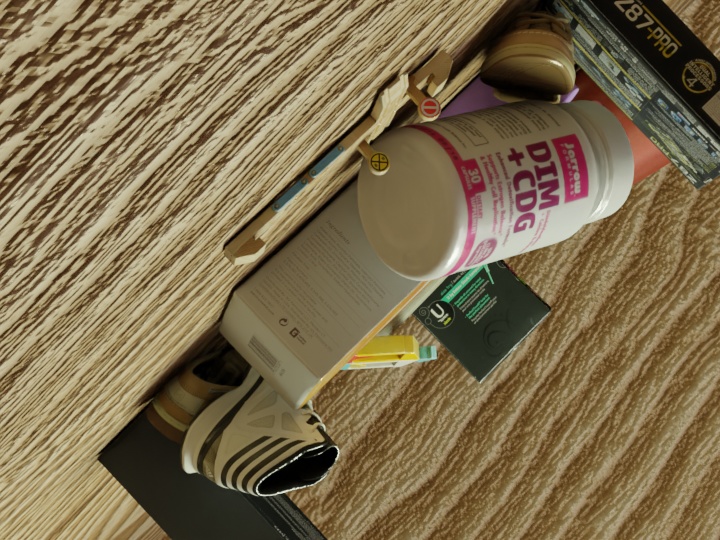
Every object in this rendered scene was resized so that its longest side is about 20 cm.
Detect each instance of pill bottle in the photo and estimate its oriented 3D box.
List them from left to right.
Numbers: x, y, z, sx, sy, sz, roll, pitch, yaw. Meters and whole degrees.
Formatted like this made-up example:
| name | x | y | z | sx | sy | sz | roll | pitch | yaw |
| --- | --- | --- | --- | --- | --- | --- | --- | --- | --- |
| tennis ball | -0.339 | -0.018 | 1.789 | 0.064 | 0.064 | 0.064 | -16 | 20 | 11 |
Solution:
| name | x | y | z | sx | sy | sz | roll | pitch | yaw |
| --- | --- | --- | --- | --- | --- | --- | --- | --- | --- |
| pill bottle | 0.106 | -0.067 | 1.346 | 0.199 | 0.114 | 0.113 | -16 | 159 | -37 |

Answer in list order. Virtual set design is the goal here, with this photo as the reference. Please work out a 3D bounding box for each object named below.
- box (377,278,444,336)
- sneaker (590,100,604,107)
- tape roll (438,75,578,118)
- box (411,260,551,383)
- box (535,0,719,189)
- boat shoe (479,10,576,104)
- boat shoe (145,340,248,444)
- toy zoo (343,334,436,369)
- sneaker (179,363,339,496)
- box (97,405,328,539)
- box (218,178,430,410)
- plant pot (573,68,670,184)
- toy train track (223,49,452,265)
| name | x | y | z | sx | sy | sz | roll | pitch | yaw |
| --- | --- | --- | --- | --- | --- | --- | --- | --- | --- |
| box | 0.056 | -0.023 | 1.863 | 0.078 | 0.095 | 0.200 | -41 | 176 | -44 |
| sneaker | 0.157 | -0.090 | 1.557 | 0.095 | 0.079 | 0.200 | -21 | 171 | -11 |
| tape roll | 0.102 | -0.114 | 1.593 | 0.200 | 0.066 | 0.200 | -44 | 175 | -5 |
| box | 0.119 | 0.019 | 2.151 | 0.124 | 0.200 | 0.149 | -46 | 176 | 5 |
| box | 0.225 | -0.158 | 1.392 | 0.049 | 0.200 | 0.161 | -43 | 175 | -6 |
| boat shoe | 0.131 | -0.170 | 1.375 | 0.200 | 0.071 | 0.065 | 34 | 66 | -88 |
| boat shoe | -0.112 | 0.093 | 1.564 | 0.076 | 0.072 | 0.200 | -58 | 171 | 20 |
| toy zoo | -0.017 | 0.090 | 1.907 | 0.199 | 0.021 | 0.131 | -3 | 171 | -5 |
| sneaker | -0.051 | 0.121 | 1.506 | 0.201 | 0.115 | 0.076 | -47 | 150 | -35 |
| box | -0.127 | 0.208 | 1.594 | 0.079 | 0.200 | 0.141 | -44 | 175 | 3 |
| box | -0.006 | 0.002 | 1.437 | 0.200 | 0.097 | 0.124 | -43 | 176 | -18 |
| plant pot | 0.328 | -0.190 | 2.301 | 0.195 | 0.201 | 0.201 | -36 | 175 | -6 |
| toy train track | -0.007 | -0.068 | 1.174 | 0.200 | 0.033 | 0.115 | -43 | 176 | -13 |
